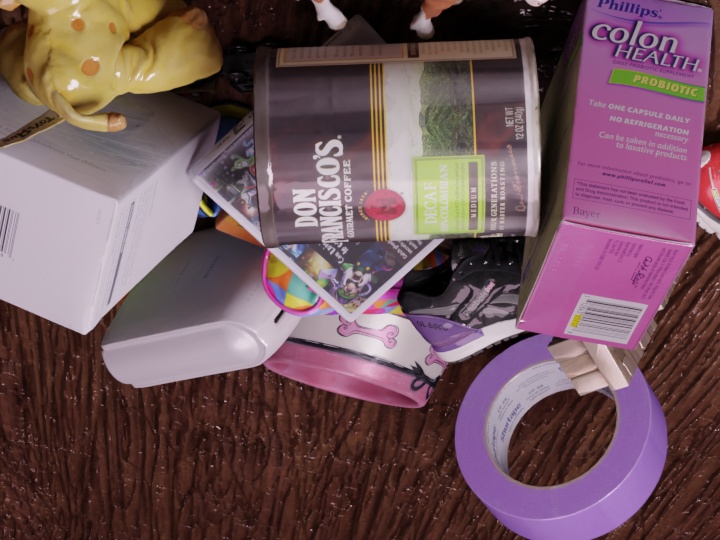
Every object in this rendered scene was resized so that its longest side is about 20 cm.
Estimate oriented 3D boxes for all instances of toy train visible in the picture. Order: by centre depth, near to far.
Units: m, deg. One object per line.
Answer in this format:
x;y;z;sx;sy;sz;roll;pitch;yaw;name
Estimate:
-0.144;-0.157;1.511;0.199;0.034;0.046;-3;161;23;toy train

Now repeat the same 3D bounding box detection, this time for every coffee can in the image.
0.026;-0.093;1.349;0.199;0.147;0.147;-2;152;1;coffee can

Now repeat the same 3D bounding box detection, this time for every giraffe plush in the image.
-0.210;-0.203;1.340;0.172;0.200;0.163;6;122;29;giraffe plush

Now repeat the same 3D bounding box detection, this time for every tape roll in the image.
0.195;0.162;1.812;0.199;0.201;0.066;-4;150;26;tape roll

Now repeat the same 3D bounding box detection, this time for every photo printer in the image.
-0.126;0.024;1.708;0.199;0.167;0.070;-12;126;37;photo printer

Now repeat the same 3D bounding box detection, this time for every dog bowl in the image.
-0.008;0.077;1.804;0.199;0.074;0.200;15;169;3;dog bowl

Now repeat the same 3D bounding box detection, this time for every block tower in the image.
0.218;0.026;1.559;0.058;0.200;0.054;-23;109;35;block tower

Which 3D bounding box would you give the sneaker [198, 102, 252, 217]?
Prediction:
-0.153;-0.077;1.618;0.066;0.079;0.200;23;152;-27;sneaker

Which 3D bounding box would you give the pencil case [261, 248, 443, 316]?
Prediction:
0.000;0.000;1.629;0.088;0.089;0.200;-11;174;35;pencil case

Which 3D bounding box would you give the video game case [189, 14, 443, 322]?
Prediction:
-0.006;-0.077;1.477;0.182;0.023;0.200;-42;123;8;video game case

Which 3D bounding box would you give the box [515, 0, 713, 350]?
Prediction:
0.185;-0.072;1.368;0.096;0.201;0.176;10;153;-2;box

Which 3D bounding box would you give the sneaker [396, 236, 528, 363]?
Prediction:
0.120;0.003;1.545;0.200;0.076;0.088;-30;120;25;sneaker

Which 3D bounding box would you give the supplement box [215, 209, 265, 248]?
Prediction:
-0.049;-0.085;1.575;0.069;0.067;0.200;22;151;-21;supplement box

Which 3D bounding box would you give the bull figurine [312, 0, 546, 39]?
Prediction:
0.034;-0.214;1.299;0.199;0.065;0.122;12;155;-4;bull figurine

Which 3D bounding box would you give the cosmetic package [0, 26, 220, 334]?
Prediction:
-0.244;-0.077;1.443;0.199;0.200;0.123;22;118;9;cosmetic package

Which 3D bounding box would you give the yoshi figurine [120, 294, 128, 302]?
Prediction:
-0.270;-0.035;1.711;0.112;0.112;0.200;14;150;7;yoshi figurine

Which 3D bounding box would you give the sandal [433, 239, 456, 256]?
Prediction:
0.077;-0.044;1.606;0.200;0.054;0.080;32;-168;-20;sandal

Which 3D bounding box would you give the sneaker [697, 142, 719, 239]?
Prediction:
0.344;-0.044;1.508;0.200;0.077;0.085;26;144;-28;sneaker
